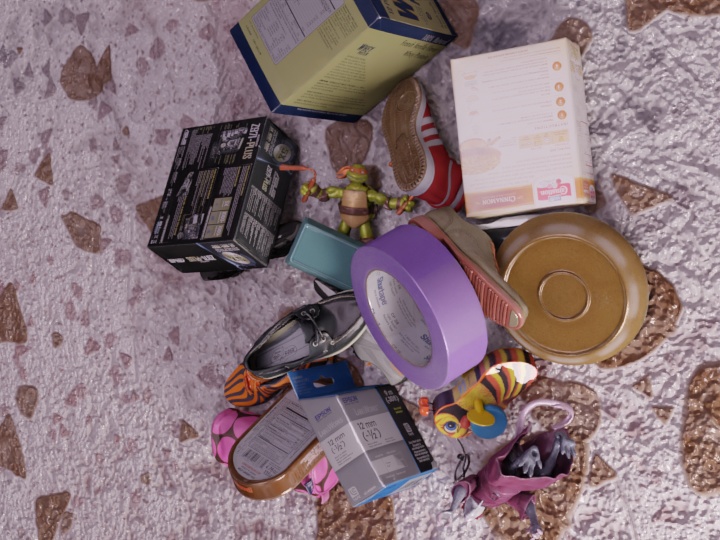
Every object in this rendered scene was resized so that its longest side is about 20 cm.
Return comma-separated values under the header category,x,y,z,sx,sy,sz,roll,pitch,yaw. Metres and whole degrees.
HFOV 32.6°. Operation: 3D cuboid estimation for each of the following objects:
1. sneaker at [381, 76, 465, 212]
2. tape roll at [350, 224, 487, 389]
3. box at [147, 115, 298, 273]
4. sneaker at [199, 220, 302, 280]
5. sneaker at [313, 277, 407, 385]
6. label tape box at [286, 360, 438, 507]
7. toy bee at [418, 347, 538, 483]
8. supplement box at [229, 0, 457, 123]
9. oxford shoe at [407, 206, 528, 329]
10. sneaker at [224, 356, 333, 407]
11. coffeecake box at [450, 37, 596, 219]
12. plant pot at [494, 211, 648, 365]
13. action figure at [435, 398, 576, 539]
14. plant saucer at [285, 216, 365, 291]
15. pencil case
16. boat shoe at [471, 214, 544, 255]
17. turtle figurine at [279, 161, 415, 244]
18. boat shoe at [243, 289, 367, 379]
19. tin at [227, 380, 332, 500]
category,x,y,z,sx,sy,sz,roll,pitch,yaw
sneaker,0.092,-0.160,1.634,0.071,0.112,0.201,-33,44,32
tape roll,0.071,0.046,1.541,0.200,0.065,0.201,45,151,34
box,-0.195,-0.106,1.757,0.163,0.086,0.202,-4,61,33
sneaker,-0.165,-0.045,1.793,0.199,0.075,0.080,-19,79,32
sneaker,0.001,0.078,1.691,0.200,0.074,0.080,43,118,24
label tape box,0.004,0.203,1.649,0.066,0.143,0.201,-35,73,29
toy bee,0.135,0.177,1.572,0.108,0.131,0.201,25,92,-15
supplement box,-0.021,-0.311,1.614,0.199,0.199,0.135,-37,73,29
oxford shoe,0.145,-0.012,1.504,0.200,0.074,0.071,48,154,26
sneaker,-0.143,0.143,1.761,0.199,0.112,0.078,-30,75,30
coffeecake box,0.203,-0.173,1.538,0.152,0.073,0.202,-7,88,25
plant pot,0.252,0.028,1.511,0.198,0.027,0.202,8,112,20
action figure,0.175,0.259,1.564,0.200,0.133,0.150,131,151,-51
plant saucer,0.000,0.000,1.661,0.199,0.019,0.070,25,94,1
pencil case,-0.123,0.264,1.772,0.199,0.091,0.095,14,116,34
boat shoe,0.153,-0.029,1.585,0.199,0.075,0.061,-9,81,34
turtle figurine,-0.016,-0.079,1.694,0.198,0.064,0.163,6,103,6
boat shoe,-0.074,0.085,1.642,0.198,0.066,0.075,-25,78,18
tin,-0.097,0.231,1.699,0.112,0.200,0.042,26,147,35
